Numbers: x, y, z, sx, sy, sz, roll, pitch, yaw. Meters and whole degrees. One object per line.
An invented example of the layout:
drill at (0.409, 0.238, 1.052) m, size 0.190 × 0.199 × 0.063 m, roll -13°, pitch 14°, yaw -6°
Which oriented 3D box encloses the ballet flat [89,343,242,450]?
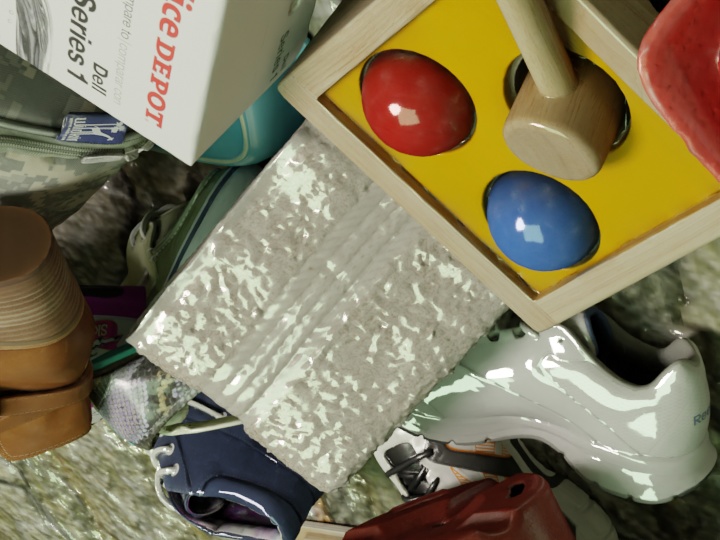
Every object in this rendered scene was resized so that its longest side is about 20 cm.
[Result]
ballet flat at (-0.041, 0.032, 0.956) m, size 0.200 × 0.072 × 0.072 m, roll -29°, pitch 118°, yaw 9°

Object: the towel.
towel at (0.000, 0.000, 0.892) m, size 0.132 × 0.034 × 0.200 m, roll 39°, pitch 104°, yaw -9°

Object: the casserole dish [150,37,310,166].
casserole dish at (-0.113, -0.107, 0.949) m, size 0.199 × 0.039 × 0.121 m, roll 14°, pitch 139°, yaw 25°

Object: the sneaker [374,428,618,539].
sneaker at (0.054, 0.117, 1.039) m, size 0.200 × 0.080 × 0.074 m, roll 42°, pitch 145°, yaw -7°

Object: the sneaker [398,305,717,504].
sneaker at (0.084, 0.045, 0.956) m, size 0.199 × 0.075 × 0.087 m, roll 13°, pitch 127°, yaw 17°

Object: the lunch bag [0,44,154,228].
lunch bag at (-0.194, -0.081, 0.904) m, size 0.167 × 0.140 × 0.200 m, roll 25°, pitch 149°, yaw -19°

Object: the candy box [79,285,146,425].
candy box at (-0.206, 0.055, 1.064) m, size 0.136 × 0.061 × 0.200 m, roll 1°, pitch 169°, yaw -20°

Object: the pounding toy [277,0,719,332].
pounding toy at (0.074, -0.085, 0.739) m, size 0.184 × 0.142 × 0.200 m, roll 42°, pitch 144°, yaw -11°

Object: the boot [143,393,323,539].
boot at (-0.105, 0.098, 1.129) m, size 0.199 × 0.090 × 0.073 m, roll 10°, pitch 138°, yaw 29°

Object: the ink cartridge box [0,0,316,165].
ink cartridge box at (-0.114, -0.154, 0.749) m, size 0.200 × 0.084 × 0.146 m, roll 33°, pitch 147°, yaw 9°

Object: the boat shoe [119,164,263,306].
boat shoe at (-0.099, -0.002, 1.031) m, size 0.062 × 0.072 × 0.200 m, roll 38°, pitch 145°, yaw 4°

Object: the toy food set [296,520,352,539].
toy food set at (0.027, 0.234, 1.202) m, size 0.199 × 0.060 × 0.144 m, roll 3°, pitch 133°, yaw 39°

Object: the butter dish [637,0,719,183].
butter dish at (0.221, -0.054, 0.601) m, size 0.200 × 0.148 × 0.199 m, roll -43°, pitch 103°, yaw 13°

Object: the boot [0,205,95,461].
boot at (-0.223, 0.032, 0.895) m, size 0.199 × 0.077 × 0.156 m, roll -6°, pitch 145°, yaw -3°

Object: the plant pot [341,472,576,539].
plant pot at (0.059, 0.217, 0.945) m, size 0.200 × 0.200 × 0.196 m, roll -18°, pitch 94°, yaw 47°
